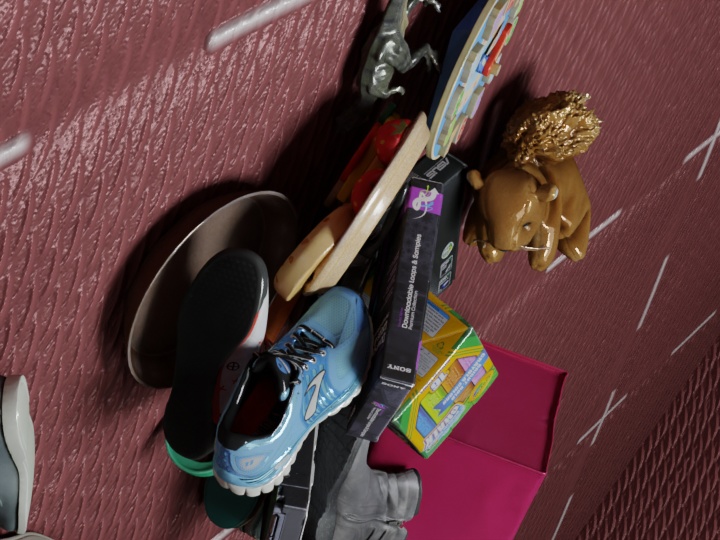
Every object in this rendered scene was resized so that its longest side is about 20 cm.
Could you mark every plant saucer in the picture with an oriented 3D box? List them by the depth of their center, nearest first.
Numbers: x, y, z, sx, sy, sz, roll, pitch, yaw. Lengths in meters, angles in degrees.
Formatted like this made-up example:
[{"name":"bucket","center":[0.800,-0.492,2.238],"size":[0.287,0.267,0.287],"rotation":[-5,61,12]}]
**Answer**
[{"name":"plant saucer","center":[-0.133,0.010,1.191],"size":[0.200,0.034,0.201],"rotation":[-41,152,-27]}]

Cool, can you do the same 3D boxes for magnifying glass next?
[{"name":"magnifying glass","center":[-0.115,0.100,1.310],"size":[0.200,0.079,0.022],"rotation":[-60,158,-12]}]

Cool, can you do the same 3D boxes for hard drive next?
[{"name":"hard drive","center":[-0.072,0.208,1.422],"size":[0.200,0.038,0.140],"rotation":[-85,-172,-51]}]

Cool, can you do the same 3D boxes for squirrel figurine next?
[{"name":"squirrel figurine","center":[0.173,-0.100,1.476],"size":[0.187,0.141,0.201],"rotation":[-1,107,-71]}]

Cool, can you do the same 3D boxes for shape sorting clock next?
[{"name":"shape sorting clock","center":[0.112,-0.194,1.310],"size":[0.200,0.039,0.200],"rotation":[-62,168,-23]}]

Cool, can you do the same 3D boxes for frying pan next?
[{"name":"frying pan","center":[-0.006,0.013,1.264],"size":[0.190,0.031,0.115],"rotation":[108,4,-51]}]

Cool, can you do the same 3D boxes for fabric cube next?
[{"name":"fabric cube","center":[0.110,0.211,1.640],"size":[0.200,0.196,0.200],"rotation":[-63,173,-54]}]

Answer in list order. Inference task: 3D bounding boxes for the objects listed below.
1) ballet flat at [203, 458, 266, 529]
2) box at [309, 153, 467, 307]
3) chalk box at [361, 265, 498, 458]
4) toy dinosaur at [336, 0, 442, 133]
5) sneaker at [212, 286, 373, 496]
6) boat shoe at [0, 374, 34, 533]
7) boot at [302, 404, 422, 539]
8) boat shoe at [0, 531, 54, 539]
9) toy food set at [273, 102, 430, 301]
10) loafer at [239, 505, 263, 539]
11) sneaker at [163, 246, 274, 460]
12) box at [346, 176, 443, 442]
[{"name":"ballet flat","center":[-0.115,0.186,1.428],"size":[0.071,0.071,0.200],"rotation":[-32,148,-40]},{"name":"box","center":[0.028,-0.002,1.452],"size":[0.200,0.047,0.193],"rotation":[-40,154,-29]},{"name":"chalk box","center":[0.052,0.099,1.425],"size":[0.124,0.125,0.200],"rotation":[-49,156,-6]},{"name":"toy dinosaur","center":[0.032,-0.201,1.200],"size":[0.088,0.047,0.200],"rotation":[-21,138,-40]},{"name":"sneaker","center":[-0.052,0.090,1.152],"size":[0.200,0.078,0.090],"rotation":[-57,159,-27]},{"name":"boat shoe","center":[-0.286,0.143,1.080],"size":[0.062,0.073,0.200],"rotation":[1,145,-9]},{"name":"boot","center":[0.009,0.221,1.497],"size":[0.131,0.070,0.200],"rotation":[-1,127,-30]},{"name":"boat shoe","center":[-0.303,0.264,1.192],"size":[0.057,0.067,0.200],"rotation":[-41,153,10]},{"name":"toy food set","center":[-0.005,-0.060,1.236],"size":[0.200,0.049,0.198],"rotation":[-57,-178,11]},{"name":"loafer","center":[-0.061,0.228,1.576],"size":[0.200,0.063,0.072],"rotation":[-55,156,2]},{"name":"sneaker","center":[-0.106,0.057,1.191],"size":[0.108,0.067,0.202],"rotation":[-35,146,-60]},{"name":"box","center":[0.030,0.037,1.254],"size":[0.143,0.036,0.201],"rotation":[115,-14,-61]}]
